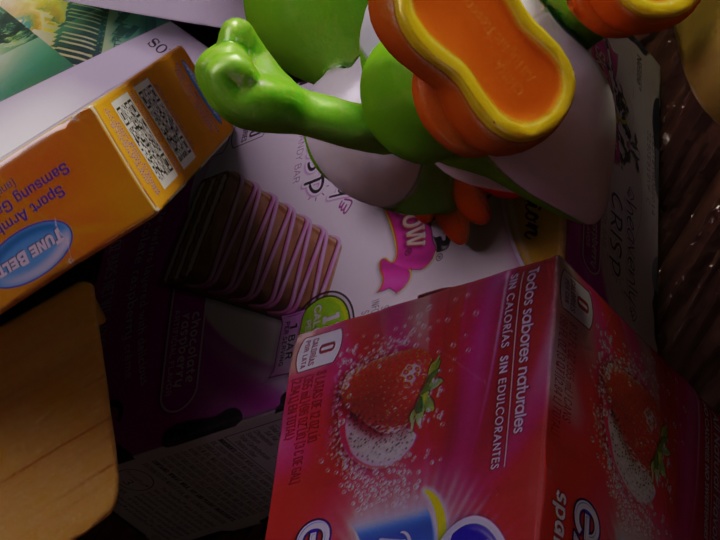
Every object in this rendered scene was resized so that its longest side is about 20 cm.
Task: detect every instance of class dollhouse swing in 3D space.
[{"bbox_3d":[-0.138,0.132,0.776,0.181,0.177,0.200,-31,1,-26],"label":"dollhouse swing"}]

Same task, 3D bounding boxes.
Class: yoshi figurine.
[{"bbox_3d":[0.012,-0.074,0.656,0.200,0.112,0.113,156,124,-73],"label":"yoshi figurine"}]

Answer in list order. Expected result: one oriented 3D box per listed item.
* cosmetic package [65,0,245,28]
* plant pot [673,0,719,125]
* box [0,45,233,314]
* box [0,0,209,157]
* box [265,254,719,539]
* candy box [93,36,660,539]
[{"bbox_3d":[-0.034,-0.123,0.882,0.199,0.082,0.051,16,115,49],"label":"cosmetic package"},{"bbox_3d":[0.184,-0.107,0.612,0.200,0.195,0.195,-36,41,29],"label":"plant pot"},{"bbox_3d":[-0.106,-0.018,0.751,0.119,0.042,0.200,-32,5,9],"label":"box"},{"bbox_3d":[-0.159,-0.040,0.943,0.200,0.036,0.144,-38,39,-12],"label":"box"},{"bbox_3d":[0.034,0.111,0.639,0.095,0.100,0.201,-17,50,33],"label":"box"},{"bbox_3d":[0.000,0.000,0.786,0.199,0.061,0.137,-20,48,30],"label":"candy box"}]
